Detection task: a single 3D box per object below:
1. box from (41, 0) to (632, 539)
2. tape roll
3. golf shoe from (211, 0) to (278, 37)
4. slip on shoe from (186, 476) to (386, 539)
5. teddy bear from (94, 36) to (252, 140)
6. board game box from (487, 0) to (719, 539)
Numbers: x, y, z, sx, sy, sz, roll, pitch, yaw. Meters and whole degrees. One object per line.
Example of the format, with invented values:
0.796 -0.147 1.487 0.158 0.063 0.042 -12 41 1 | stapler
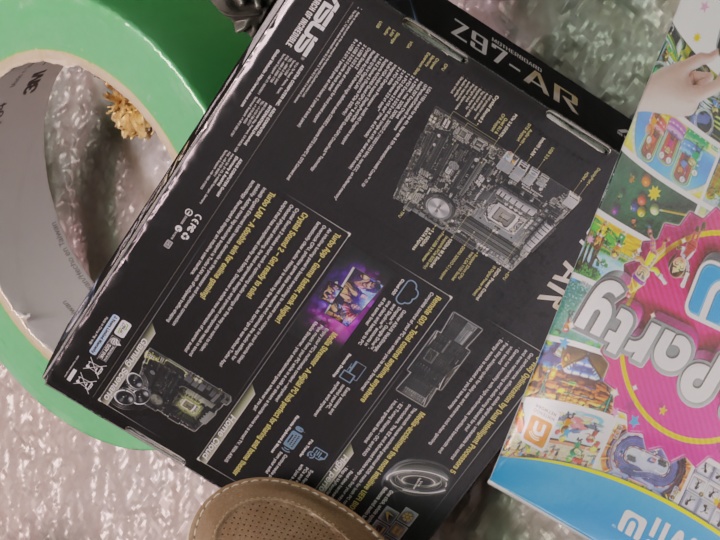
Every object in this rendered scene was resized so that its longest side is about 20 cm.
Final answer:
0.000 0.000 0.820 0.160 0.044 0.200 31 114 -9 | box
-0.101 -0.026 0.925 0.200 0.048 0.201 20 122 35 | tape roll
0.019 -0.163 0.835 0.200 0.077 0.088 -36 47 -4 | golf shoe
-0.005 0.137 0.759 0.076 0.061 0.200 -27 50 -6 | slip on shoe
-0.047 -0.134 0.923 0.199 0.067 0.146 -8 79 40 | teddy bear
0.145 0.010 0.712 0.147 0.064 0.201 27 99 42 | board game box
